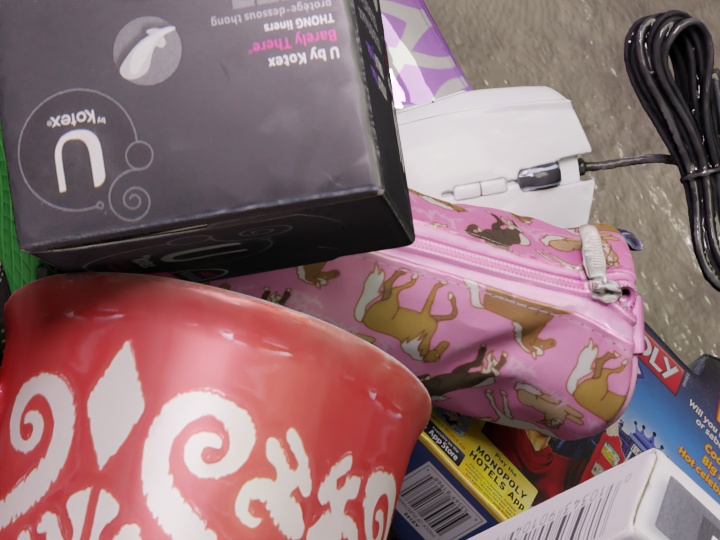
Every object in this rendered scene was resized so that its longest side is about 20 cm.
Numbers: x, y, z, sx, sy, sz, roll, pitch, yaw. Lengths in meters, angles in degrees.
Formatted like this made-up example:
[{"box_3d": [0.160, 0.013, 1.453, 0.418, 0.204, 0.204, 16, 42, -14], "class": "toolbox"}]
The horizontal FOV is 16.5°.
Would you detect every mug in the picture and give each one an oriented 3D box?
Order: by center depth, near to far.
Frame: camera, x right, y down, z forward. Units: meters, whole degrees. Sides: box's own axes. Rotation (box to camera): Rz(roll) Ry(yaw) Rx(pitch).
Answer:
[{"box_3d": [-0.084, 0.115, 0.725, 0.133, 0.177, 0.200, 61, 39, -64], "class": "mug"}]

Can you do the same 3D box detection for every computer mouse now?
[{"box_3d": [0.052, -0.031, 0.925, 0.200, 0.044, 0.110, -11, 98, -12], "class": "computer mouse"}]

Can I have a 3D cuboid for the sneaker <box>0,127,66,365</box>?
[{"box_3d": [-0.156, -0.054, 0.827, 0.200, 0.085, 0.078, 61, -5, 11], "class": "sneaker"}]

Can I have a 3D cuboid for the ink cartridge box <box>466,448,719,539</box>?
[{"box_3d": [0.097, 0.162, 0.822, 0.200, 0.198, 0.043, 41, 48, -15], "class": "ink cartridge box"}]

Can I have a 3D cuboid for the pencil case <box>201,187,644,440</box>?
[{"box_3d": [0.000, 0.000, 0.853, 0.200, 0.087, 0.083, 15, 26, -19], "class": "pencil case"}]

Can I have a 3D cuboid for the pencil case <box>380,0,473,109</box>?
[{"box_3d": [-0.005, -0.103, 0.993, 0.200, 0.085, 0.084, 63, 8, 5], "class": "pencil case"}]

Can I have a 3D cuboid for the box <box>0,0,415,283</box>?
[{"box_3d": [-0.053, -0.103, 0.732, 0.122, 0.106, 0.200, 48, 33, -81], "class": "box"}]

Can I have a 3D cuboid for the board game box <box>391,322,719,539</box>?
[{"box_3d": [0.102, 0.084, 0.989, 0.200, 0.062, 0.200, 47, 39, -9], "class": "board game box"}]
